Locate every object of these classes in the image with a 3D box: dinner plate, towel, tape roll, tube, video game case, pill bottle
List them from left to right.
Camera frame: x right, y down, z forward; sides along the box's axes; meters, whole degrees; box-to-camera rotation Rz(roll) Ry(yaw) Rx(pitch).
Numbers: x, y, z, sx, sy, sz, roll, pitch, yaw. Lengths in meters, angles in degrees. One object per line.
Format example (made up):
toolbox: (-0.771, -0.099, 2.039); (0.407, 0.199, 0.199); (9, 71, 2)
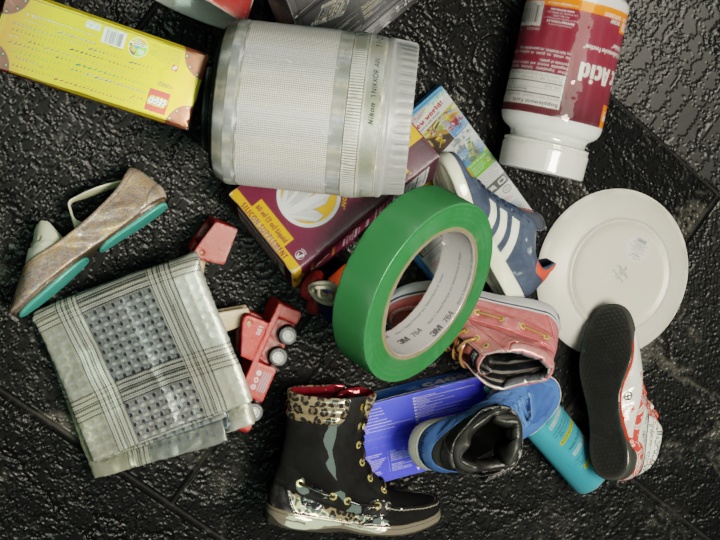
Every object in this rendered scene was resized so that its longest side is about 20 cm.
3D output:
towel: (-0.223, 0.104, 1.489); (0.191, 0.035, 0.201); (-19, 101, 3)
tape roll: (0.055, 0.014, 1.456); (0.200, 0.048, 0.201); (-34, 140, -34)
video game case: (0.094, -0.084, 1.602); (0.143, 0.018, 0.200); (-41, 108, -8)
tube: (0.212, 0.175, 1.657); (0.200, 0.050, 0.078); (49, 44, -21)
pill bottle: (0.220, -0.206, 1.573); (0.113, 0.114, 0.202); (10, 95, -19)
dinner plate: (0.301, 0.005, 1.680); (0.199, 0.024, 0.202); (-3, 99, -19)

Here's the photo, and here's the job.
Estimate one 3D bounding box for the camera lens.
camera lens: (-0.049, -0.156, 1.393); (0.198, 0.160, 0.161); (7, 97, 1)

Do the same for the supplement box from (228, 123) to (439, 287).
supplement box: (-0.027, -0.090, 1.506); (0.200, 0.086, 0.111); (-39, 83, -8)

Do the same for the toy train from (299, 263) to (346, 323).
toy train: (0.000, 0.000, 1.495); (0.084, 0.200, 0.116); (34, 79, 11)

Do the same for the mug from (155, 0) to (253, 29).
mug: (-0.155, -0.366, 1.421); (0.177, 0.133, 0.201); (24, 87, -21)

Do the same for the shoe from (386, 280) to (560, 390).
shoe: (0.117, 0.071, 1.558); (0.198, 0.091, 0.072); (7, 128, 6)

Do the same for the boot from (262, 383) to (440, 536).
boot: (-0.002, 0.203, 1.542); (0.198, 0.073, 0.152); (4, 98, -13)

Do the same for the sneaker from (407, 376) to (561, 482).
sneaker: (0.159, 0.168, 1.541); (0.199, 0.111, 0.077); (-17, 100, -28)

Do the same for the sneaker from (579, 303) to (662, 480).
sneaker: (0.307, 0.143, 1.676); (0.108, 0.067, 0.203); (10, 78, -59)

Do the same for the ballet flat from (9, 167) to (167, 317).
ballet flat: (-0.291, -0.035, 1.467); (0.200, 0.068, 0.067); (-39, 88, -15)

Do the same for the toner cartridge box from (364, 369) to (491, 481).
toner cartridge box: (0.053, 0.179, 1.614); (0.199, 0.043, 0.096); (-12, 101, -16)

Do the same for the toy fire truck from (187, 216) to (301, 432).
toy fire truck: (-0.143, 0.059, 1.529); (0.140, 0.049, 0.201); (24, 92, -18)

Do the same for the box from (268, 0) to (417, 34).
box: (-0.001, -0.309, 1.471); (0.200, 0.048, 0.159); (-41, 152, -8)

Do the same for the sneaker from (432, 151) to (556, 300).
sneaker: (0.151, -0.060, 1.578); (0.084, 0.075, 0.201); (-35, 118, -8)

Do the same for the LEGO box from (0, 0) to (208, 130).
LEGO box: (-0.264, -0.206, 1.397); (0.199, 0.149, 0.078); (17, 93, -19)
